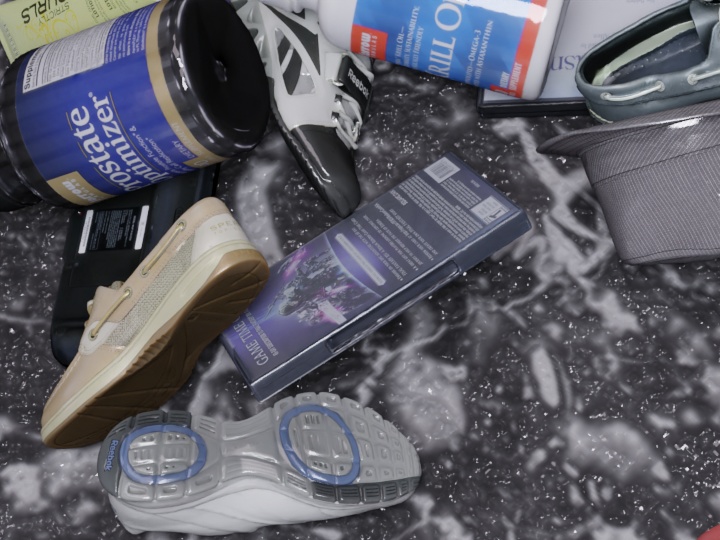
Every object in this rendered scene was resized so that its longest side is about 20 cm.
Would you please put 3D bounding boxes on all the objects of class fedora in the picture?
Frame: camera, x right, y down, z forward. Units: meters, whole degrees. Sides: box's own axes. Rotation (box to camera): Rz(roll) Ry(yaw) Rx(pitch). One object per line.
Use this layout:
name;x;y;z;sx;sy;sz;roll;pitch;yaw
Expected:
fedora;0.214;-0.054;1.234;0.199;0.177;0.091;-12;87;-9

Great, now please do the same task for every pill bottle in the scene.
pill bottle;0.037;-0.190;1.321;0.199;0.112;0.113;16;65;6
pill bottle;-0.169;-0.105;1.331;0.199;0.112;0.113;-17;56;27

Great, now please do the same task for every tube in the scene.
tube;-0.192;-0.175;1.396;0.199;0.052;0.058;-17;56;47

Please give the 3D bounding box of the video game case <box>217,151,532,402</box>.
video game case;0.000;0.000;1.283;0.199;0.019;0.143;-33;24;-4

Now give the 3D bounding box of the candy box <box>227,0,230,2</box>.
candy box;-0.134;-0.266;1.407;0.061;0.200;0.137;2;61;16

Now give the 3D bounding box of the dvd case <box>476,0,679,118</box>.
dvd case;0.157;-0.195;1.394;0.142;0.018;0.201;-1;61;14

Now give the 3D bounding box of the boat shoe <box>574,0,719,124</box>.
boat shoe;0.227;-0.146;1.266;0.199;0.062;0.073;-23;57;26

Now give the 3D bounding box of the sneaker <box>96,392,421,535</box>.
sneaker;-0.062;0.126;1.241;0.198;0.087;0.075;1;57;-5

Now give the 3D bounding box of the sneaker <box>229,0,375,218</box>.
sneaker;-0.022;-0.129;1.373;0.088;0.074;0.201;-23;58;4

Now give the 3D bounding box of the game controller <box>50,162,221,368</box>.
game controller;-0.154;-0.024;1.376;0.104;0.042;0.201;-8;58;28

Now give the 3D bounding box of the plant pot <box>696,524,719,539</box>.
plant pot;0.223;0.239;1.041;0.199;0.201;0.178;6;53;18

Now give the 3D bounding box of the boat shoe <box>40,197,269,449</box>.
boat shoe;-0.140;0.037;1.279;0.200;0.072;0.065;-46;62;24
